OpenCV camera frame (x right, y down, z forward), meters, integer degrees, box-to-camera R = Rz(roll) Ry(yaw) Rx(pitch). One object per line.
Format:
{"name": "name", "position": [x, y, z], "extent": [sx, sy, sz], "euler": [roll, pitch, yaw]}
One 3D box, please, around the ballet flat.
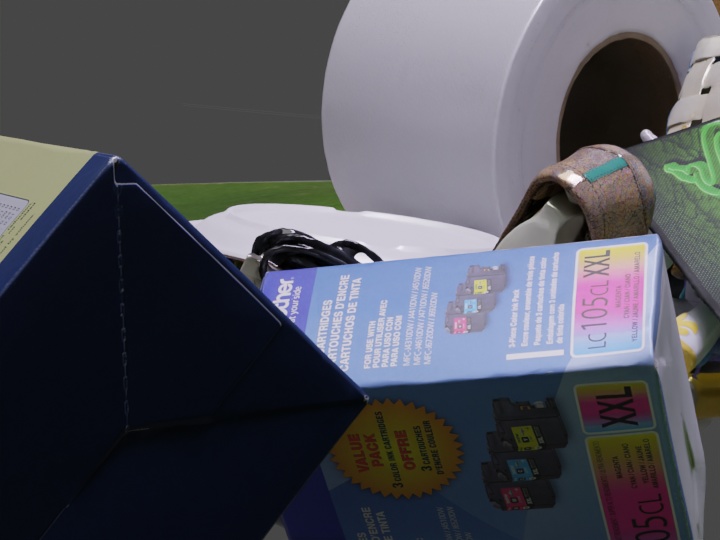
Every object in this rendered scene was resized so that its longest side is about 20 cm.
{"name": "ballet flat", "position": [0.063, 0.027, 1.104], "extent": [0.068, 0.201, 0.067], "euler": [37, 28, 23]}

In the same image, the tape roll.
{"name": "tape roll", "position": [0.096, -0.090, 1.364], "extent": [0.202, 0.204, 0.139], "euler": [-16, 22, -40]}

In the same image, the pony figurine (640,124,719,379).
{"name": "pony figurine", "position": [0.209, 0.017, 1.120], "extent": [0.192, 0.167, 0.201], "euler": [21, 39, -2]}

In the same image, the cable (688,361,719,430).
{"name": "cable", "position": [0.207, 0.063, 1.254], "extent": [0.198, 0.051, 0.097], "euler": [2, -9, -25]}

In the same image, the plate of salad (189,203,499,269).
{"name": "plate of salad", "position": [0.000, 0.000, 1.219], "extent": [0.198, 0.048, 0.200], "euler": [7, 8, -1]}

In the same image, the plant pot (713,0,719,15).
{"name": "plant pot", "position": [0.281, -0.100, 1.596], "extent": [0.185, 0.202, 0.186], "euler": [-6, 9, 1]}

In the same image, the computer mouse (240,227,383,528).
{"name": "computer mouse", "position": [-0.014, 0.068, 1.075], "extent": [0.138, 0.053, 0.200], "euler": [22, -36, -8]}

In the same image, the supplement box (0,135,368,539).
{"name": "supplement box", "position": [-0.141, 0.068, 0.888], "extent": [0.200, 0.134, 0.199], "euler": [-51, 24, -13]}

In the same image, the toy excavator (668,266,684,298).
{"name": "toy excavator", "position": [0.165, -0.069, 1.498], "extent": [0.099, 0.202, 0.194], "euler": [-12, 11, -27]}

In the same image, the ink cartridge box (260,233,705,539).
{"name": "ink cartridge box", "position": [0.034, 0.067, 0.986], "extent": [0.198, 0.137, 0.077], "euler": [-4, 42, 16]}

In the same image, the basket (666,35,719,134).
{"name": "basket", "position": [0.266, -0.043, 1.322], "extent": [0.200, 0.140, 0.176], "euler": [35, -28, -32]}

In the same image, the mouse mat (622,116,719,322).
{"name": "mouse mat", "position": [0.210, -0.033, 1.078], "extent": [0.160, 0.008, 0.200], "euler": [-19, 29, -5]}
